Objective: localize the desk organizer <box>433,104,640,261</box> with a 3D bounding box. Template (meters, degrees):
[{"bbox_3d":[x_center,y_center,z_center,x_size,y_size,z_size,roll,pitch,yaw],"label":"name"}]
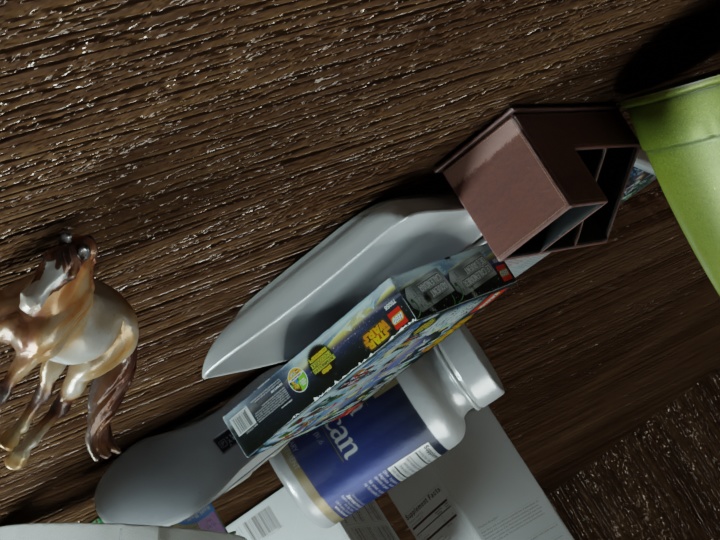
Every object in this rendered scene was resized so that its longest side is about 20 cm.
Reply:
[{"bbox_3d":[0.139,-0.063,1.491,0.072,0.077,0.200,-38,167,25],"label":"desk organizer"}]

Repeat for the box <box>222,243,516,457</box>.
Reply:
[{"bbox_3d":[0.007,0.058,1.579,0.200,0.040,0.137,-40,168,36],"label":"box"}]

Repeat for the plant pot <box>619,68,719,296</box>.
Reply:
[{"bbox_3d":[0.306,-0.056,1.518,0.199,0.194,0.200,-17,-177,1],"label":"plant pot"}]

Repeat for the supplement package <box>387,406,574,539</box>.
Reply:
[{"bbox_3d":[0.136,0.284,2.568,0.121,0.201,0.120,-24,165,-34],"label":"supplement package"}]

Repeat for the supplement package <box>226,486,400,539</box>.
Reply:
[{"bbox_3d":[-0.051,0.321,2.357,0.151,0.151,0.200,-35,168,10],"label":"supplement package"}]

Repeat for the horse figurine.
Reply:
[{"bbox_3d":[-0.164,0.045,1.147,0.133,0.050,0.200,-50,159,0],"label":"horse figurine"}]

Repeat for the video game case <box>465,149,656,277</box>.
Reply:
[{"bbox_3d":[0.147,-0.044,1.726,0.181,0.023,0.200,-35,167,15],"label":"video game case"}]

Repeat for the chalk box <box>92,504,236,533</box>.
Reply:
[{"bbox_3d":[-0.185,0.272,1.898,0.124,0.124,0.200,-18,161,-45],"label":"chalk box"}]

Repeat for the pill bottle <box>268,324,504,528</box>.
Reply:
[{"bbox_3d":[0.021,0.126,1.862,0.199,0.111,0.111,-34,168,5],"label":"pill bottle"}]

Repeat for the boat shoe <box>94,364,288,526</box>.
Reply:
[{"bbox_3d":[-0.119,0.144,1.692,0.200,0.072,0.066,-37,167,-14],"label":"boat shoe"}]

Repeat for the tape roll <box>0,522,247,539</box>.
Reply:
[{"bbox_3d":[-0.185,0.220,1.649,0.201,0.037,0.203,2,169,0],"label":"tape roll"}]

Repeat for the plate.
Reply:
[{"bbox_3d":[0.000,0.000,1.496,0.199,0.032,0.200,-39,167,26],"label":"plate"}]
